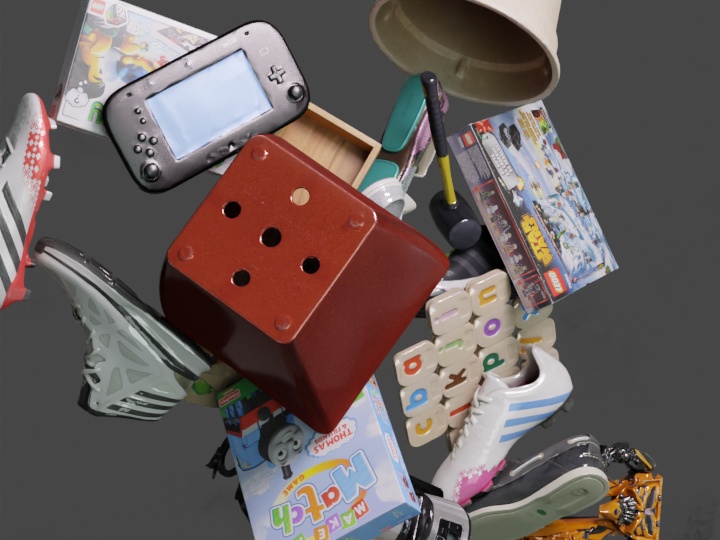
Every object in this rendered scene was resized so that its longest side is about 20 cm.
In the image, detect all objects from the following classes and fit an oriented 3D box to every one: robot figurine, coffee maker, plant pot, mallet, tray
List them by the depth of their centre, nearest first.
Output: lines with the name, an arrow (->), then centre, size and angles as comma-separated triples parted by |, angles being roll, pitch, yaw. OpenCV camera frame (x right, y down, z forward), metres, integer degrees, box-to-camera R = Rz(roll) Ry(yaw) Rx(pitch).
plant pot -> -0.061, -0.006, 1.369 | 0.199, 0.176, 0.201 | 34, 82, 15
tray -> -0.070, -0.060, 1.551 | 0.098, 0.037, 0.201 | 30, 78, 1
coffee maker -> -0.013, 0.228, 1.553 | 0.135, 0.192, 0.200 | -53, 133, 1
mallet -> 0.086, -0.105, 1.571 | 0.041, 0.066, 0.201 | -20, 137, -7
plant pot -> 0.131, -0.298, 1.587 | 0.200, 0.200, 0.185 | 30, 69, -24
robot figurine -> 0.255, 0.263, 1.732 | 0.198, 0.058, 0.147 | 2, 93, -26

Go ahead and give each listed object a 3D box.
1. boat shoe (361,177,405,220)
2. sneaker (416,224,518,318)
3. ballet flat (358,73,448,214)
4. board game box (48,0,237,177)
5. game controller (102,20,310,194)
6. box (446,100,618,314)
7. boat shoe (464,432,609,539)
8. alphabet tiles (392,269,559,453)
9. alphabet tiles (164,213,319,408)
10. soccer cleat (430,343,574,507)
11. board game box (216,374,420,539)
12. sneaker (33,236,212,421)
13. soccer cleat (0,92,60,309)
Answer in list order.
boat shoe -> -0.001, 0.001, 1.537 | 0.074, 0.065, 0.203 | -12, 136, -53
sneaker -> 0.111, -0.006, 1.658 | 0.198, 0.072, 0.084 | -9, 72, -26
ballet flat -> 0.039, -0.105, 1.611 | 0.071, 0.069, 0.201 | 39, 74, -43
board game box -> -0.187, -0.173, 1.507 | 0.199, 0.035, 0.127 | 17, 86, -26
game controller -> -0.145, -0.156, 1.486 | 0.199, 0.042, 0.105 | -31, 107, -21
box -> 0.181, -0.069, 1.639 | 0.136, 0.040, 0.201 | -22, 87, -48
boat shoe -> 0.166, 0.233, 1.646 | 0.072, 0.199, 0.068 | 41, 31, -41
alphabet tiles -> 0.122, 0.098, 1.643 | 0.194, 0.015, 0.201 | -25, 125, -21
alphabet tiles -> -0.103, 0.041, 1.509 | 0.165, 0.008, 0.202 | 12, 103, -1
soccer cleat -> 0.132, 0.159, 1.638 | 0.200, 0.070, 0.086 | -43, 112, -8
board game box -> -0.042, 0.165, 1.439 | 0.151, 0.201, 0.037 | -30, 144, 14
sneaker -> -0.247, 0.066, 1.467 | 0.200, 0.076, 0.116 | 41, 88, -10
soccer cleat -> -0.329, -0.064, 1.426 | 0.085, 0.068, 0.202 | 10, 92, -30
